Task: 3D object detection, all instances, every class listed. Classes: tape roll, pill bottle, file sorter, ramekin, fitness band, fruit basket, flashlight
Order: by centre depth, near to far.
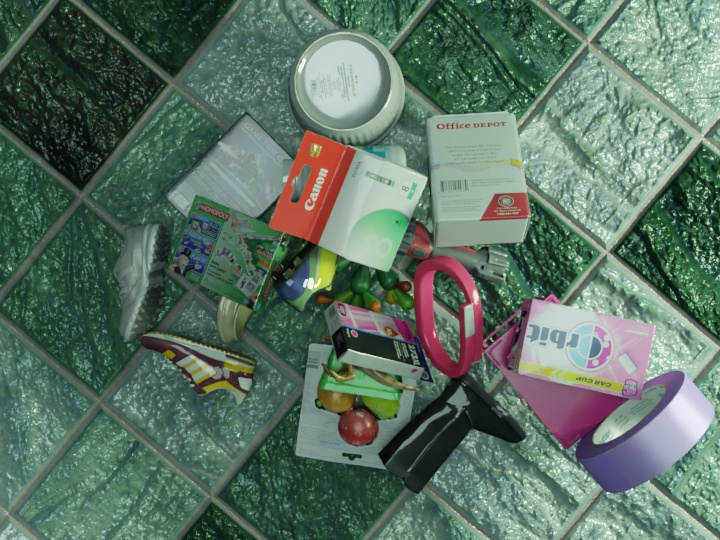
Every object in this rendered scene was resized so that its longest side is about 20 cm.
[{"bbox_3d":[0.413,0.234,1.216,0.200,0.200,0.066,-40,86,1],"label":"tape roll"},{"bbox_3d":[0.138,0.073,1.320,0.037,0.144,0.200,-17,119,-26],"label":"fitness band"},{"bbox_3d":[0.306,0.156,1.341,0.139,0.125,0.200,-40,90,0],"label":"file sorter"},{"bbox_3d":[-0.026,-0.147,1.354,0.199,0.111,0.111,-1,90,0],"label":"pill bottle"},{"bbox_3d":[-0.025,-0.297,1.358,0.200,0.105,0.201,0,91,1],"label":"ramekin"},{"bbox_3d":[0.143,-0.036,1.363,0.200,0.068,0.068,15,92,-13],"label":"flashlight"},{"bbox_3d":[-0.006,0.226,1.382,0.185,0.094,0.200,8,106,2],"label":"fruit basket"}]

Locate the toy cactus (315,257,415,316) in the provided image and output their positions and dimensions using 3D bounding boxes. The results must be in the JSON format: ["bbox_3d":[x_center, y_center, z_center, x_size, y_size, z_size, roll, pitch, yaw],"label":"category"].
[{"bbox_3d":[0.000,0.000,1.374,0.200,0.102,0.165,14,81,10],"label":"toy cactus"}]

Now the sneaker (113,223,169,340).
[{"bbox_3d":[-0.377,0.018,1.396,0.082,0.075,0.200,9,84,16],"label":"sneaker"}]

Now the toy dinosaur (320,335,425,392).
[{"bbox_3d":[0.000,0.139,1.299,0.106,0.060,0.200,-36,77,-13],"label":"toy dinosaur"}]

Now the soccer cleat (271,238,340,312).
[{"bbox_3d":[-0.061,-0.015,1.319,0.200,0.065,0.084,-48,115,-33],"label":"soccer cleat"}]

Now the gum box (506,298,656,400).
[{"bbox_3d":[0.325,0.115,1.245,0.200,0.066,0.114,12,88,0],"label":"gum box"}]

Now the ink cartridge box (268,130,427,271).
[{"bbox_3d":[-0.016,-0.102,1.254,0.200,0.050,0.161,17,102,-29],"label":"ink cartridge box"}]

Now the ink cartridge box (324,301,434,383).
[{"bbox_3d":[0.038,0.114,1.298,0.200,0.095,0.037,20,128,-37],"label":"ink cartridge box"}]

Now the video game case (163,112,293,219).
[{"bbox_3d":[-0.213,-0.147,1.407,0.143,0.019,0.200,45,90,1],"label":"video game case"}]

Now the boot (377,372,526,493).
[{"bbox_3d":[0.151,0.286,1.355,0.165,0.066,0.200,44,81,-7],"label":"boot"}]

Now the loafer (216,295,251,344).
[{"bbox_3d":[-0.186,0.029,1.379,0.068,0.076,0.200,14,90,8],"label":"loafer"}]

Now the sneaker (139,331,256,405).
[{"bbox_3d":[-0.278,0.162,1.383,0.200,0.075,0.090,16,86,2],"label":"sneaker"}]

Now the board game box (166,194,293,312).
[{"bbox_3d":[-0.213,-0.030,1.339,0.200,0.029,0.135,23,90,31],"label":"board game box"}]

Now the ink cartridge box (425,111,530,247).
[{"bbox_3d":[0.183,-0.146,1.325,0.145,0.083,0.200,-3,61,2],"label":"ink cartridge box"}]
